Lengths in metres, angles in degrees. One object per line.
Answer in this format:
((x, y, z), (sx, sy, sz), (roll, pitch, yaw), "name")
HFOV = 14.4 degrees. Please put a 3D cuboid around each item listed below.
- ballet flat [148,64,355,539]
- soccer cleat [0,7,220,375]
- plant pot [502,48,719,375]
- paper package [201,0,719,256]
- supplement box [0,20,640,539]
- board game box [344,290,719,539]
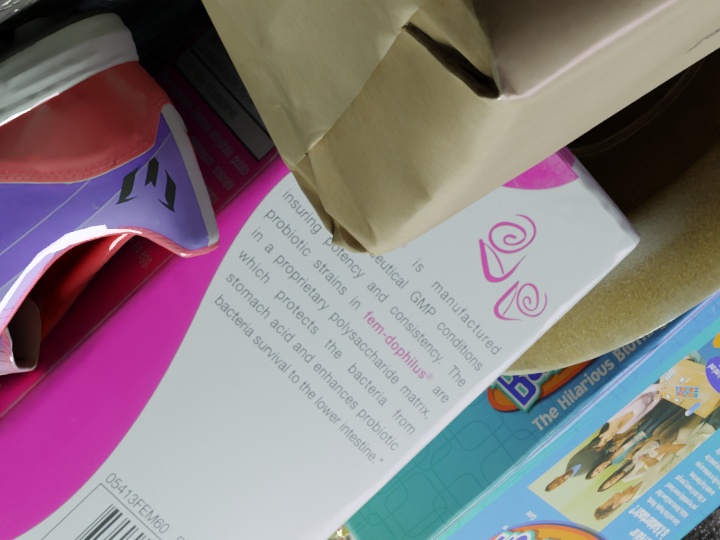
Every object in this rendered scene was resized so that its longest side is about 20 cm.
((-0.028, 0.020, 0.936), (0.064, 0.201, 0.076), (-15, -154, -12), "ballet flat")
((-0.127, 0.011, 0.756), (0.199, 0.073, 0.068), (-34, 177, 19), "soccer cleat")
((0.089, -0.053, 0.883), (0.200, 0.027, 0.200), (-36, -155, 20), "plant pot")
((0.069, -0.105, 0.640), (0.199, 0.104, 0.191), (-31, 177, -12), "paper package")
((-0.036, 0.011, 0.816), (0.200, 0.101, 0.103), (-42, -151, 2), "supplement box")
((0.097, 0.037, 0.935), (0.200, 0.045, 0.152), (-41, 153, 4), "board game box")
